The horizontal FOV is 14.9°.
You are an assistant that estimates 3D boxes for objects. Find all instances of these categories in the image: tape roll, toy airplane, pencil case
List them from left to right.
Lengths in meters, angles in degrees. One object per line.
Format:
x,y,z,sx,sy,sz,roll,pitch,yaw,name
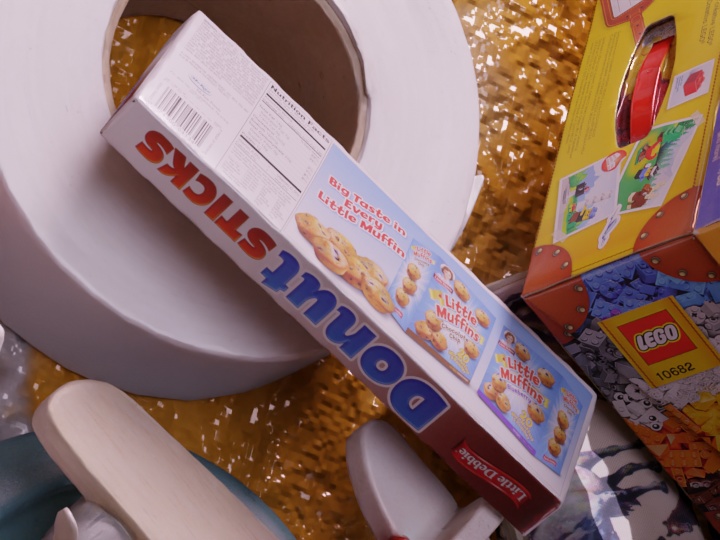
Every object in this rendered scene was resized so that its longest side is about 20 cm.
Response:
-0.057,-0.057,1.001,0.201,0.071,0.204,9,71,-26,tape roll
-0.020,0.142,0.910,0.198,0.141,0.201,23,36,-43,toy airplane
0.083,0.094,1.029,0.089,0.078,0.201,-11,81,-45,pencil case

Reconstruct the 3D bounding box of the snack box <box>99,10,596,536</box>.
0.000,0.000,0.943,0.200,0.024,0.072,44,30,-10,snack box

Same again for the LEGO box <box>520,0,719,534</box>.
0.147,-0.021,1.042,0.149,0.077,0.201,48,38,-28,LEGO box

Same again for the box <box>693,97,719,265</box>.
0.181,-0.009,0.979,0.200,0.041,0.120,46,39,-26,box

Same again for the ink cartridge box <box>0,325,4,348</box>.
-0.224,0.017,0.834,0.199,0.116,0.068,7,110,-40,ink cartridge box

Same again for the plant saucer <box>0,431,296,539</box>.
-0.085,0.151,0.953,0.199,0.027,0.202,8,73,-26,plant saucer

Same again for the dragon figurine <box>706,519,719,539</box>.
0.177,0.088,1.093,0.099,0.059,0.202,8,74,-27,dragon figurine
